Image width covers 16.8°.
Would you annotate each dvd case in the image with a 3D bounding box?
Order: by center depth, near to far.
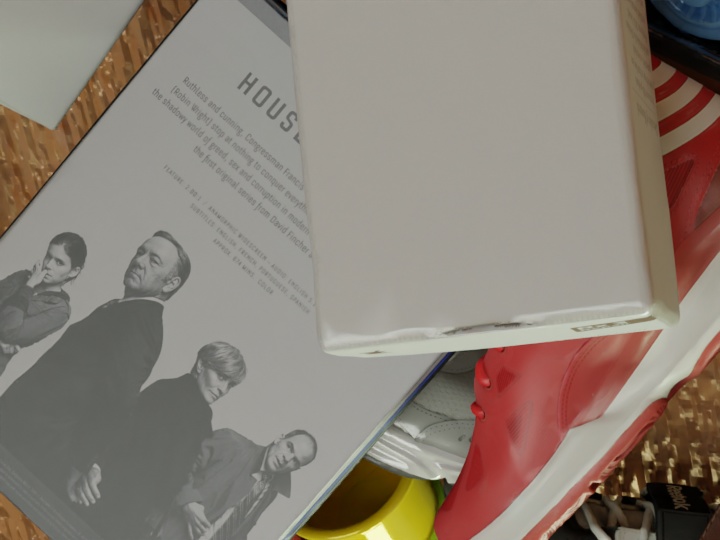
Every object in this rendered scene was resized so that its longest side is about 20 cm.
[{"bbox_3d":[-0.054,0.015,0.865,0.150,0.025,0.200,42,100,5],"label":"dvd case"}]

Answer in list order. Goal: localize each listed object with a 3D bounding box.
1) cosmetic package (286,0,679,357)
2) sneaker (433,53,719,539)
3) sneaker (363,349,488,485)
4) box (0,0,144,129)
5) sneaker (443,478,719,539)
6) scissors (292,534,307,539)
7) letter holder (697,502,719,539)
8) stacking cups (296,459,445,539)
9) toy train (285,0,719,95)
[{"bbox_3d":[0.033,-0.078,0.723,0.101,0.074,0.201,-6,85,14],"label":"cosmetic package"},{"bbox_3d":[0.060,0.006,0.810,0.115,0.078,0.200,42,119,6],"label":"sneaker"},{"bbox_3d":[0.000,0.000,0.892,0.200,0.076,0.092,32,121,10],"label":"sneaker"},{"bbox_3d":[-0.096,-0.172,0.878,0.097,0.125,0.200,28,130,-16],"label":"box"},{"bbox_3d":[0.125,0.112,0.947,0.200,0.074,0.089,32,112,-19],"label":"sneaker"},{"bbox_3d":[-0.041,0.094,0.974,0.014,0.073,0.200,-37,117,0],"label":"scissors"},{"bbox_3d":[0.183,0.137,0.845,0.100,0.142,0.201,19,113,-19],"label":"letter holder"},{"bbox_3d":[0.028,0.132,0.981,0.060,0.061,0.200,3,145,28],"label":"stacking cups"},{"bbox_3d":[0.072,-0.106,0.816,0.199,0.087,0.115,27,132,16],"label":"toy train"}]
